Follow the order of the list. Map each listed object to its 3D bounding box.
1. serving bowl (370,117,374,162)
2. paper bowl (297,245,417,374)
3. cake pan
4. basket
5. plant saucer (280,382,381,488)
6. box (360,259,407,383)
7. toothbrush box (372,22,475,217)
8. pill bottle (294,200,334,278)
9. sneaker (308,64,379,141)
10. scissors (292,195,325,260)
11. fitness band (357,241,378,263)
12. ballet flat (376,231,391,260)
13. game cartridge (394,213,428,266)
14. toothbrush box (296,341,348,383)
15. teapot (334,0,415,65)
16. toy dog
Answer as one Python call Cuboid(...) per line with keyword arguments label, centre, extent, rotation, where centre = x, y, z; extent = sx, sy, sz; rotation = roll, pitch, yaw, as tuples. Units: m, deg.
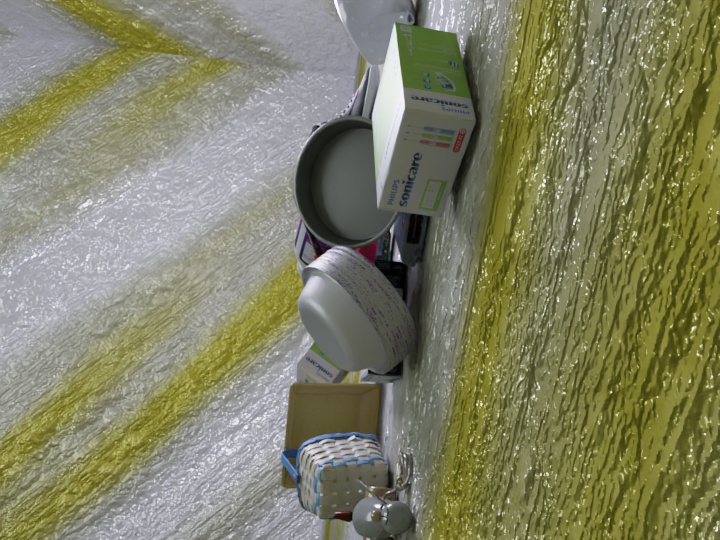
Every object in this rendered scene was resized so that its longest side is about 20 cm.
Cuboid(label="serving bowl", centre=(0.048, -0.214, 1.122), extent=(0.200, 0.065, 0.201), rotation=(14, -90, -82))
Cuboid(label="paper bowl", centre=(-0.017, 0.070, 1.020), extent=(0.201, 0.104, 0.201), rotation=(44, 157, 25))
Cuboid(label="cake pan", centre=(-0.012, -0.133, 1.038), extent=(0.037, 0.199, 0.202), rotation=(-6, -76, -60))
Cuboid(label="basket", centre=(-0.042, 0.355, 1.198), extent=(0.200, 0.175, 0.140), rotation=(-149, 60, -72))
Cuboid(label="plant saucer", centre=(-0.064, 0.318, 1.336), extent=(0.048, 0.199, 0.201), rotation=(3, 88, 62))
Cuboid(label="box", centre=(0.040, 0.093, 1.196), extent=(0.117, 0.060, 0.201), rotation=(111, 164, -73))
Cuboid(label="toothbrush box", centre=(0.071, -0.190, 0.846), extent=(0.201, 0.086, 0.146), rotation=(-90, 11, -45))
Cuboid(label="pill bottle", centre=(-0.057, -0.061, 1.200), extent=(0.200, 0.111, 0.112), rotation=(112, 164, -51))
Cuboid(label="sneaker", centre=(-0.030, -0.246, 1.114), extent=(0.071, 0.099, 0.201), rotation=(-16, -59, -79))
Cuboid(label="scissors", centre=(-0.069, -0.034, 1.124), extent=(0.073, 0.014, 0.201), rotation=(-32, -70, -54))
Cuboid(label="fitness band", centre=(0.000, 0.000, 1.224), extent=(0.200, 0.037, 0.144), rotation=(-97, 24, -80))
Cuboid(label="ballet flat", centre=(0.036, -0.085, 1.402), extent=(0.074, 0.074, 0.201), rotation=(-102, 18, -75))
Cuboid(label="game cartridge", centre=(0.085, -0.123, 1.059), extent=(0.133, 0.041, 0.201), rotation=(-106, 21, -66))
Cuboid(label="toothbrush box", centre=(-0.045, 0.166, 1.447), extent=(0.200, 0.086, 0.146), rotation=(-50, -11, -23))
Cuboid(label="teapot", centre=(0.046, -0.528, 1.372), extent=(0.201, 0.146, 0.197), rotation=(67, -162, 9))
Cuboid(label="toy dog", centre=(0.014, 0.357, 0.993), extent=(0.201, 0.096, 0.132), rotation=(100, 173, -47))
